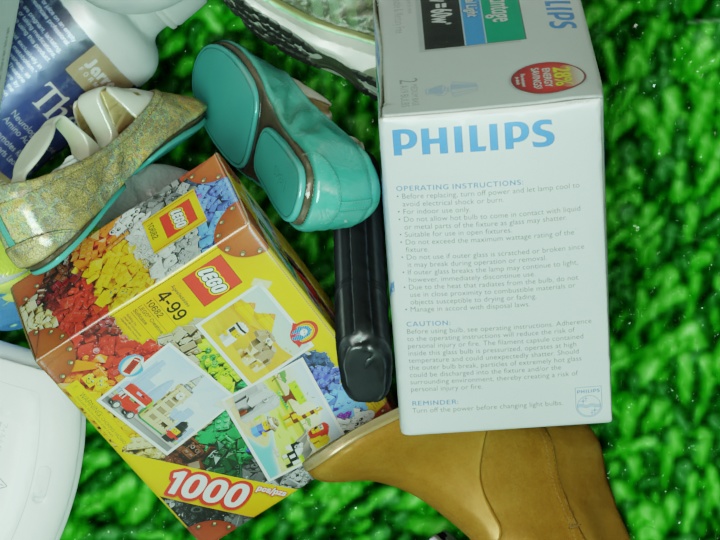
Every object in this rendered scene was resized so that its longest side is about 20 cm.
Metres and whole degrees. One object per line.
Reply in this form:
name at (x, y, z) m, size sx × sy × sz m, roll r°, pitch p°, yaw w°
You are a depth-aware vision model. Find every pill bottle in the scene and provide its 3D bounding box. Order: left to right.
pill bottle at (-0.196, -0.136, 1.614) m, size 0.200 × 0.111 × 0.111 m, roll -39°, pitch 84°, yaw 4°

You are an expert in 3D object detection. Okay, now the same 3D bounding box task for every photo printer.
photo printer at (-0.275, 0.115, 1.636) m, size 0.200 × 0.069 × 0.167 m, roll 15°, pitch 90°, yaw 7°

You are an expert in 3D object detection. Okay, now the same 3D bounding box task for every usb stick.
usb stick at (0.000, 0.000, 1.554) m, size 0.033 × 0.200 × 0.055 m, roll -6°, pitch 128°, yaw 2°

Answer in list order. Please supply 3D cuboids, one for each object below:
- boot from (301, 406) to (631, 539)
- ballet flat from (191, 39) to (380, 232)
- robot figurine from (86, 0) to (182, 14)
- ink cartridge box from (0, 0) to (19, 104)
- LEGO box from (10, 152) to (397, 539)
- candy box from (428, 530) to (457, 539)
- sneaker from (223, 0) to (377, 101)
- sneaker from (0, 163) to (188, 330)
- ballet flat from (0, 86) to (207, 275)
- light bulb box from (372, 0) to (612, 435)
boot at (0.072, 0.141, 1.554) m, size 0.201 × 0.071 × 0.144 m, roll -17°, pitch 82°, yaw -34°
ballet flat at (-0.041, -0.079, 1.589) m, size 0.070 × 0.200 × 0.067 m, roll 5°, pitch 117°, yaw -27°
robot figurine at (-0.149, -0.222, 1.509) m, size 0.200 × 0.170 × 0.113 m, roll 42°, pitch 126°, yaw 37°
ink cartridge box at (-0.258, -0.200, 1.490) m, size 0.044 × 0.200 × 0.174 m, roll -29°, pitch 67°, yaw -30°
LEGO box at (-0.089, 0.050, 1.556) m, size 0.149 × 0.200 × 0.077 m, roll -33°, pitch 41°, yaw 5°
candy box at (0.065, 0.287, 1.590) m, size 0.200 × 0.072 × 0.168 m, roll 42°, pitch 93°, yaw 7°
sneaker at (-0.010, -0.170, 1.622) m, size 0.200 × 0.077 × 0.089 m, roll 29°, pitch 82°, yaw 0°
sneaker at (-0.187, -0.013, 1.636) m, size 0.200 × 0.105 × 0.076 m, roll -8°, pitch 70°, yaw -22°
ballet flat at (-0.157, -0.072, 1.551) m, size 0.071 × 0.200 × 0.071 m, roll 15°, pitch 126°, yaw 21°
light bulb box at (0.075, -0.042, 1.500) m, size 0.125 × 0.198 × 0.200 m, roll -4°, pitch 116°, yaw 1°
